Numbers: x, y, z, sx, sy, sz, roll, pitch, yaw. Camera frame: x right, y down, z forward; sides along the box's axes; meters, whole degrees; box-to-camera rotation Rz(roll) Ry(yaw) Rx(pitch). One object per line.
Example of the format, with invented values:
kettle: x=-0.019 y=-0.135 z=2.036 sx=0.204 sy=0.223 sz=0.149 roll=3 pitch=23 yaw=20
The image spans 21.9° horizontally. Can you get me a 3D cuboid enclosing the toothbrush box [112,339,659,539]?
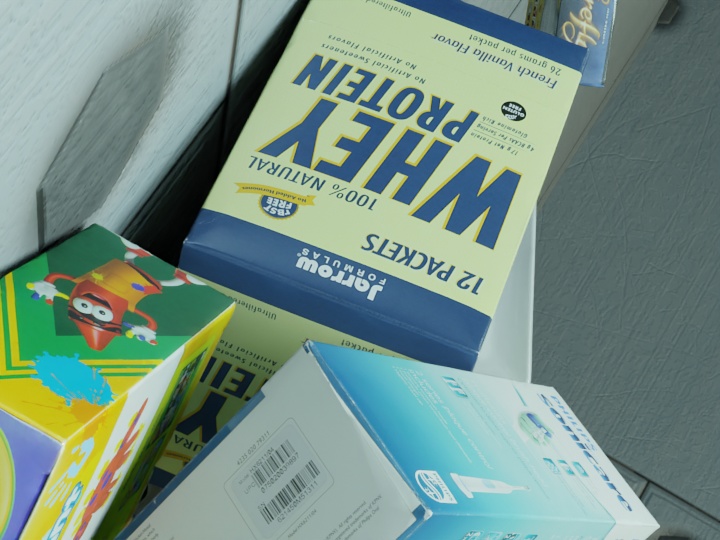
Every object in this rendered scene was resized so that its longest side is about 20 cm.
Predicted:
toothbrush box: x=0.008 y=0.114 z=0.746 sx=0.146 sy=0.085 sz=0.200 roll=-46 pitch=150 yaw=19

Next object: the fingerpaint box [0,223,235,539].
fingerpaint box: x=-0.143 y=0.099 z=0.703 sx=0.200 sy=0.073 sz=0.167 roll=-63 pitch=173 yaw=22

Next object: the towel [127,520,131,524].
towel: x=-0.119 y=0.093 z=0.892 sx=0.147 sy=0.022 sz=0.200 roll=-48 pitch=158 yaw=-80

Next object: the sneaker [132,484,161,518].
sneaker: x=-0.102 y=0.121 z=1.092 sx=0.200 sy=0.081 sz=0.077 roll=-120 pitch=-152 yaw=-76

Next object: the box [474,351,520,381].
box: x=0.006 y=0.096 z=1.140 sx=0.124 sy=0.148 sz=0.200 roll=-99 pitch=-169 yaw=-47

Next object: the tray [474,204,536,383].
tray: x=0.046 y=-0.029 z=1.056 sx=0.022 sy=0.107 sz=0.200 roll=108 pitch=-14 yaw=-74

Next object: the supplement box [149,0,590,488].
supplement box: x=0.000 y=0.000 z=0.898 sx=0.200 sy=0.134 sz=0.200 roll=107 pitch=5 yaw=-51

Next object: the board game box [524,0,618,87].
board game box: x=0.134 y=-0.217 z=1.102 sx=0.135 sy=0.035 sz=0.200 roll=-99 pitch=-164 yaw=-77
